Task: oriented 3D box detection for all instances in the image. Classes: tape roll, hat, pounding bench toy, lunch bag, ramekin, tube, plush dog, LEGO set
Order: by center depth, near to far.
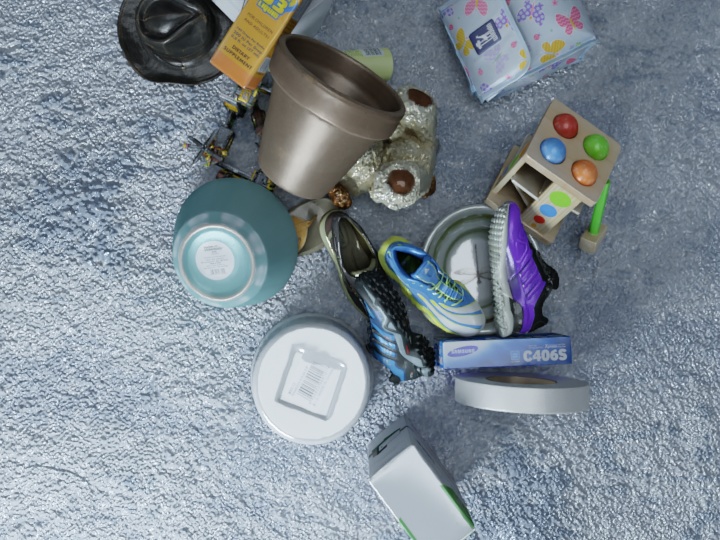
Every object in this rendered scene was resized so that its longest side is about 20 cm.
[{"bbox_3d":[0.238,0.179,1.120,0.199,0.203,0.038,2,88,-3],"label":"tape roll"},{"bbox_3d":[0.321,-0.128,1.133,0.198,0.156,0.125,34,61,-2],"label":"pounding bench toy"},{"bbox_3d":[-0.163,-0.218,1.146,0.152,0.116,0.202,32,88,-2],"label":"LEGO set"},{"bbox_3d":[-0.074,0.168,1.153,0.196,0.098,0.205,0,89,-3],"label":"ramekin"},{"bbox_3d":[-0.284,-0.385,1.162,0.197,0.081,0.205,0,88,-4],"label":"hat"},{"bbox_3d":[-0.047,-0.312,1.162,0.197,0.058,0.053,-8,66,-22],"label":"tube"},{"bbox_3d":[0.028,-0.169,1.164,0.169,0.161,0.203,7,70,14],"label":"plush dog"},{"bbox_3d":[0.240,-0.374,1.171,0.197,0.127,0.172,-23,88,3],"label":"lunch bag"}]

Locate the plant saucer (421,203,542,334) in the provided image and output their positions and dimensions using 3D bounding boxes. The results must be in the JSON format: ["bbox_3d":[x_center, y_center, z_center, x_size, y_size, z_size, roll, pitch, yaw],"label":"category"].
[{"bbox_3d":[0.187,-0.002,1.195,0.196,0.050,0.204,0,89,-4],"label":"plant saucer"}]

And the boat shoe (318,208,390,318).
[{"bbox_3d":[0.000,0.000,1.164,0.073,0.065,0.202,-34,104,-10],"label":"boat shoe"}]

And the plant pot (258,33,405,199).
[{"bbox_3d":[-0.063,-0.204,1.062,0.199,0.201,0.176,33,116,-2],"label":"plant pot"}]

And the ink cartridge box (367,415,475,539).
[{"bbox_3d":[0.083,0.312,1.109,0.084,0.200,0.147,-37,90,0],"label":"ink cartridge box"}]

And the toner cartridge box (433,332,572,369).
[{"bbox_3d":[0.217,0.124,1.172,0.196,0.095,0.044,-2,88,-4],"label":"toner cartridge box"}]

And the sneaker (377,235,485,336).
[{"bbox_3d":[0.105,0.028,1.112,0.199,0.105,0.076,38,90,1],"label":"sneaker"}]

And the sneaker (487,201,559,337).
[{"bbox_3d":[0.250,-0.004,1.143,0.098,0.070,0.204,-4,96,-6],"label":"sneaker"}]

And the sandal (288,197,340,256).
[{"bbox_3d":[-0.122,-0.055,1.176,0.197,0.054,0.082,-19,90,-3],"label":"sandal"}]

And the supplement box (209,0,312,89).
[{"bbox_3d":[-0.124,-0.352,1.041,0.066,0.069,0.201,35,101,-2],"label":"supplement box"}]

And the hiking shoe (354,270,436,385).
[{"bbox_3d":[0.036,0.095,1.144,0.086,0.075,0.202,-25,110,22],"label":"hiking shoe"}]

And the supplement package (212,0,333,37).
[{"bbox_3d":[-0.149,-0.438,1.140,0.200,0.114,0.110,45,61,-2],"label":"supplement package"}]

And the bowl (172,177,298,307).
[{"bbox_3d":[-0.197,-0.026,1.115,0.197,0.105,0.205,2,108,5],"label":"bowl"}]
